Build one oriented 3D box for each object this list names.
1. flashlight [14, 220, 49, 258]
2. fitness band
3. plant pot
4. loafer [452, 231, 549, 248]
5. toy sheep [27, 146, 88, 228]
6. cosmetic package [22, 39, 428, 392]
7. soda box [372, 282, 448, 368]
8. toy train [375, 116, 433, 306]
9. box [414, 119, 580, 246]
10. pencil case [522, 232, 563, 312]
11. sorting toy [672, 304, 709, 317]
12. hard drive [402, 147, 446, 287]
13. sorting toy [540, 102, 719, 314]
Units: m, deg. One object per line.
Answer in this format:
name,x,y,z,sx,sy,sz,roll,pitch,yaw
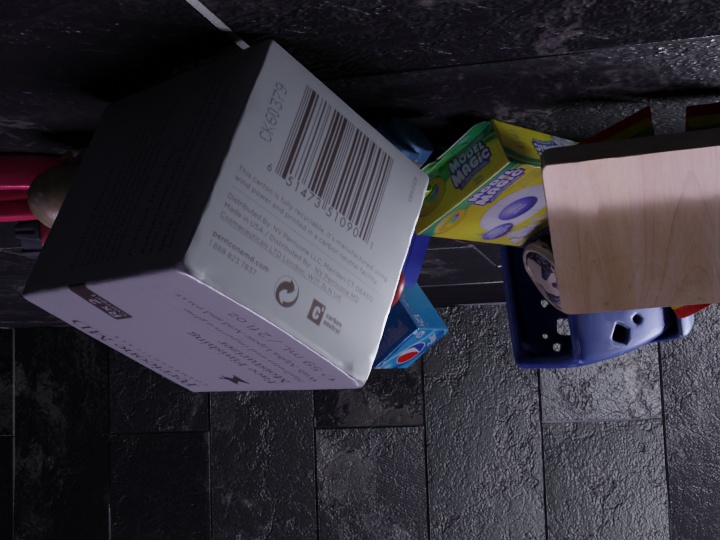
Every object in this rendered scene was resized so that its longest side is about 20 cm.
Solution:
flashlight,-0.264,-0.047,1.137,0.197,0.069,0.068,0,154,12
fitness band,-0.346,-0.078,1.013,0.197,0.038,0.144,-4,171,10
plant pot,0.292,0.011,1.322,0.177,0.203,0.200,-6,175,-15
loafer,0.164,-0.057,1.177,0.198,0.074,0.071,-6,175,37
toy sheep,-0.191,-0.042,0.923,0.198,0.140,0.137,20,162,-35
cosmetic package,-0.092,-0.024,0.736,0.199,0.167,0.164,-9,144,47
soda box,0.000,0.000,1.070,0.064,0.201,0.068,-42,156,22
toy train,0.014,-0.030,0.814,0.084,0.116,0.201,26,-153,-16
box,0.125,-0.074,0.949,0.199,0.049,0.117,6,145,-46
pencil case,0.252,-0.033,1.048,0.199,0.078,0.089,-31,-174,-18
sorting toy,0.400,-0.025,1.105,0.199,0.070,0.199,-32,177,-6
hard drive,-0.018,-0.051,0.942,0.198,0.133,0.025,2,-156,-35
sorting toy,0.258,-0.056,0.897,0.196,0.070,0.201,-5,142,13
